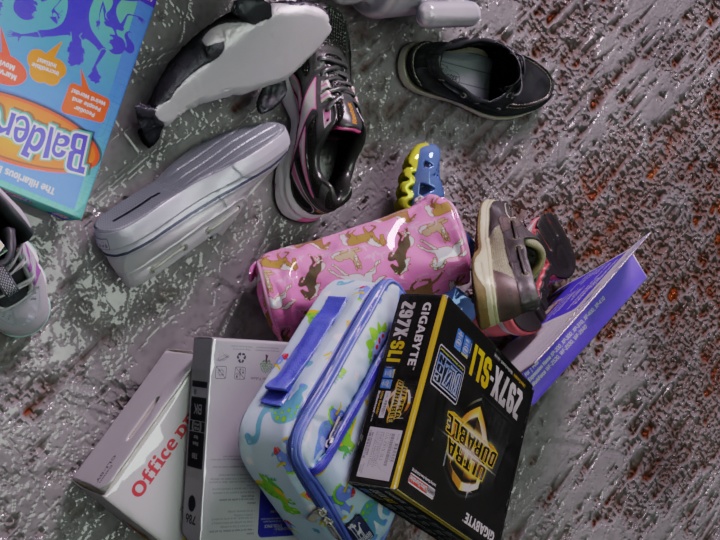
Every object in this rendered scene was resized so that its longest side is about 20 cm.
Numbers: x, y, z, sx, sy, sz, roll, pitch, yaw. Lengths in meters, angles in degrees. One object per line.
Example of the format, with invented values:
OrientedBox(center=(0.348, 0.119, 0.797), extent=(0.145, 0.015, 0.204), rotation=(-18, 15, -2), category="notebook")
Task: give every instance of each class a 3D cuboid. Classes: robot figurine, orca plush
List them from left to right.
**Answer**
OrientedBox(center=(-0.123, -0.183, 1.015), extent=(0.200, 0.071, 0.105), rotation=(-45, 134, -8), category="orca plush")
OrientedBox(center=(0.055, -0.304, 1.096), extent=(0.198, 0.113, 0.171), rotation=(-14, 74, -32), category="robot figurine")

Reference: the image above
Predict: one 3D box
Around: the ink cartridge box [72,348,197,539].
OrientedBox(center=(-0.126, 0.184, 0.997), extent=(0.200, 0.083, 0.146), rotation=(46, 66, -26), category="ink cartridge box")

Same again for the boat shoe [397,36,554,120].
OrientedBox(center=(0.135, -0.202, 1.177), extent=(0.197, 0.066, 0.076), rotation=(10, 84, -33), category="boat shoe")

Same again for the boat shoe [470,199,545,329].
OrientedBox(center=(0.138, -0.008, 1.052), extent=(0.201, 0.065, 0.073), rotation=(-72, 158, -63), category="boat shoe")

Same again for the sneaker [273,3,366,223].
OrientedBox(center=(-0.025, -0.146, 1.059), extent=(0.080, 0.086, 0.203), rotation=(0, 90, -35), category="sneaker")

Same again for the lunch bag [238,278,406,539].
OrientedBox(center=(-0.009, 0.114, 0.939), extent=(0.201, 0.082, 0.162), rotation=(-57, 134, -37), category="lunch bag")

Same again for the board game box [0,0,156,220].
OrientedBox(center=(-0.267, -0.161, 0.923), extent=(0.151, 0.045, 0.203), rotation=(22, 80, -32), category="board game box")

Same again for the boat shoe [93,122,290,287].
OrientedBox(center=(-0.142, -0.059, 1.003), extent=(0.199, 0.073, 0.067), rotation=(-33, 126, -22), category="boat shoe")

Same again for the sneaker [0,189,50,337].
OrientedBox(center=(-0.272, -0.004, 0.841), extent=(0.078, 0.139, 0.201), rotation=(-40, 131, -16), category="sneaker")

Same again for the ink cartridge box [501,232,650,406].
OrientedBox(center=(0.199, 0.066, 1.145), extent=(0.043, 0.200, 0.198), rotation=(46, 65, 1), category="ink cartridge box")

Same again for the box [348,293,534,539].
OrientedBox(center=(0.074, 0.133, 0.950), extent=(0.200, 0.049, 0.162), rotation=(44, 55, -49), category="box")

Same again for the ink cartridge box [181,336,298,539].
OrientedBox(center=(-0.094, 0.158, 0.944), extent=(0.098, 0.039, 0.203), rotation=(7, 84, -36), category="ink cartridge box")

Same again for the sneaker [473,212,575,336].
OrientedBox(center=(0.160, 0.004, 1.197), extent=(0.074, 0.086, 0.200), rotation=(59, 38, -15), category="sneaker")

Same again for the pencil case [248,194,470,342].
OrientedBox(center=(0.000, 0.000, 1.036), extent=(0.198, 0.087, 0.084), rotation=(-20, 126, -4), category="pencil case")

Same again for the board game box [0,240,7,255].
OrientedBox(center=(-0.343, -0.010, 0.791), extent=(0.105, 0.199, 0.023), rotation=(55, 27, -12), category="board game box")

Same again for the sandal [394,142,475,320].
OrientedBox(center=(0.074, -0.023, 1.119), extent=(0.086, 0.080, 0.203), rotation=(-1, 100, 2), category="sandal")
